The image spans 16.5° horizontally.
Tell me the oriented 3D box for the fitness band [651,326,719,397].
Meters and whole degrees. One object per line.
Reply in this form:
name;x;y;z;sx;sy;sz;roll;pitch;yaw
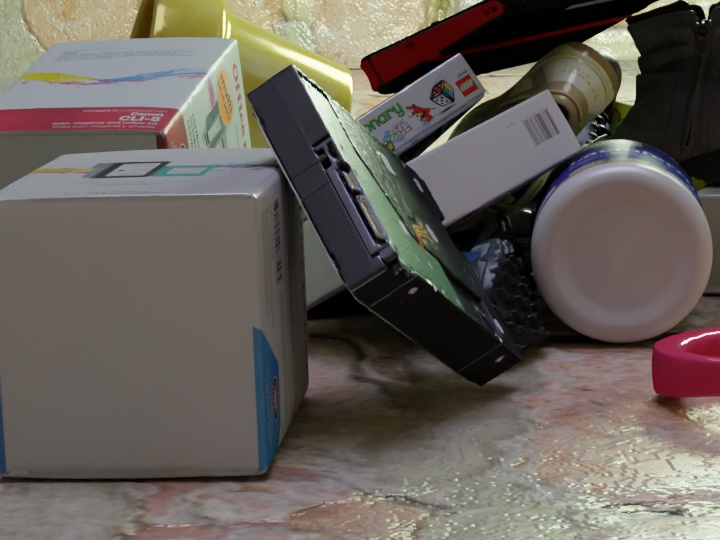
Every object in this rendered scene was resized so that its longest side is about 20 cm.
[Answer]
fitness band;0.263;0.054;1.406;0.199;0.038;0.144;-4;7;-19

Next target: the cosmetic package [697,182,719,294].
cosmetic package;0.306;-0.035;1.797;0.103;0.073;0.200;1;10;20

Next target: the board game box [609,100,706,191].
board game box;0.213;-0.073;1.926;0.047;0.102;0.200;21;3;-17

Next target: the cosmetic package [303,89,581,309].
cosmetic package;0.028;-0.037;1.620;0.200;0.052;0.151;-29;0;-36

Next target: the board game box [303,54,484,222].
board game box;0.003;-0.079;1.702;0.126;0.035;0.200;-34;-1;-16

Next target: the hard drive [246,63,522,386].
hard drive;0.015;-0.021;1.393;0.038;0.140;0.200;-33;-26;10

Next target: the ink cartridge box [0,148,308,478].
ink cartridge box;-0.110;0.018;1.343;0.145;0.147;0.200;-1;9;6

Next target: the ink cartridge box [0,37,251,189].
ink cartridge box;-0.167;-0.064;1.719;0.144;0.146;0.200;-1;24;13

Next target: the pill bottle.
pill bottle;0.171;-0.025;1.641;0.115;0.116;0.200;-1;9;5

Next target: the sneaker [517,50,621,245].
sneaker;0.167;-0.087;1.901;0.090;0.067;0.200;6;54;42

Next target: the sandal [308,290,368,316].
sandal;0.000;0.000;1.717;0.200;0.048;0.075;-7;11;-27

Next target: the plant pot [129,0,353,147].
plant pot;-0.114;-0.136;2.167;0.188;0.201;0.201;12;7;-13

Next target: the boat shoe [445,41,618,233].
boat shoe;0.101;-0.080;1.710;0.201;0.073;0.063;-40;8;46

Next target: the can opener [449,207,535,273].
can opener;0.109;-0.019;1.800;0.199;0.054;0.067;-2;9;6

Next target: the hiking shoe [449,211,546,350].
hiking shoe;0.067;0.021;1.580;0.086;0.075;0.200;-23;7;7

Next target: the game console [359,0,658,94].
game console;0.115;-0.174;1.724;0.200;0.031;0.177;-16;-7;-37

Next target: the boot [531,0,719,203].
boot;0.206;-0.121;1.770;0.199;0.132;0.070;-12;8;13
